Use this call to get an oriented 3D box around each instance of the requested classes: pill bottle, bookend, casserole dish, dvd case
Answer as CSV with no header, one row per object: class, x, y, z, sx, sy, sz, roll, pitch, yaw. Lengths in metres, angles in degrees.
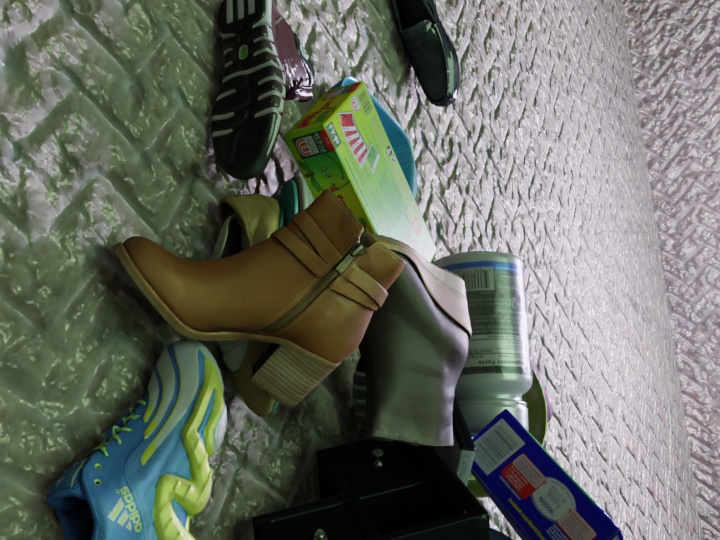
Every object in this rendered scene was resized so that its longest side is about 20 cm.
pill bottle,0.138,0.087,0.948,0.114,0.113,0.201,21,63,-56
bookend,-0.015,0.227,0.741,0.200,0.198,0.092,-138,-139,-65
casserole dish,0.007,-0.140,0.969,0.200,0.039,0.122,36,53,-50
dvd case,0.078,0.236,0.862,0.143,0.017,0.201,-104,-157,-71

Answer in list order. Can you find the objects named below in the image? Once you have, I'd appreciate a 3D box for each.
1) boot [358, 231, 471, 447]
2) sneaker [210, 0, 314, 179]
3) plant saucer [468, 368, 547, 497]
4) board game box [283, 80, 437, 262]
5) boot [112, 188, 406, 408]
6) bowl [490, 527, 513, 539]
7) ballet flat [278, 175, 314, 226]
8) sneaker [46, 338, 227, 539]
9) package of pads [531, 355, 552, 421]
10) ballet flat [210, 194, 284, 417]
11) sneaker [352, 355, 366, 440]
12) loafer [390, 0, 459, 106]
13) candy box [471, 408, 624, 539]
boot,0.020,0.063,0.728,0.200,0.072,0.167,20,69,-33
sneaker,-0.080,-0.168,0.793,0.115,0.075,0.201,30,57,-57
plant saucer,0.142,0.181,1.035,0.199,0.031,0.201,4,79,-20
board game box,0.006,-0.071,0.809,0.200,0.047,0.102,64,35,-25
boot,-0.074,-0.004,0.643,0.200,0.155,0.077,39,2,-11
bowl,0.122,0.395,0.905,0.105,0.200,0.202,-18,98,-39
ballet flat,-0.051,0.015,0.770,0.069,0.069,0.201,8,88,-59
sneaker,-0.157,0.130,0.582,0.105,0.076,0.201,29,47,-41
package of pads,0.196,0.119,1.151,0.200,0.075,0.121,63,0,-30
ballet flat,-0.105,0.028,0.725,0.063,0.069,0.201,9,69,-31
sneaker,0.039,0.139,0.909,0.116,0.075,0.201,-48,145,-64
loafer,0.081,-0.320,1.121,0.070,0.068,0.201,-19,94,-52
candy box,0.202,0.262,0.860,0.169,0.077,0.200,48,-7,41
